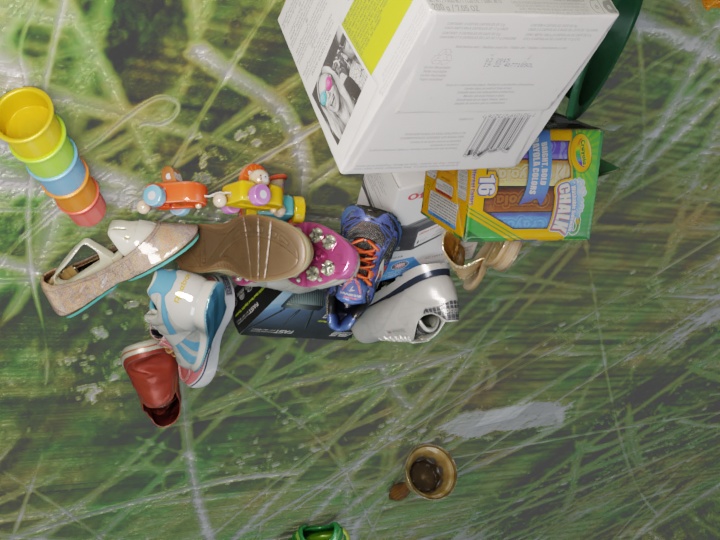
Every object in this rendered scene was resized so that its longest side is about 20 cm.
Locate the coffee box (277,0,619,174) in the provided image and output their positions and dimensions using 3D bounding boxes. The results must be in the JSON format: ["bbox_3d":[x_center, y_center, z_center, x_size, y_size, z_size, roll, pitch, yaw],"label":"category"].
[{"bbox_3d":[0.070,-0.229,1.179,0.198,0.199,0.200,-4,145,-29],"label":"coffee box"}]

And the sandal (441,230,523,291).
[{"bbox_3d":[0.132,-0.031,1.541,0.069,0.078,0.212,26,169,-6],"label":"sandal"}]

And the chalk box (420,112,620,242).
[{"bbox_3d":[0.183,-0.105,1.424,0.198,0.125,0.125,0,106,-20],"label":"chalk box"}]

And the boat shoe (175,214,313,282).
[{"bbox_3d":[-0.119,-0.025,1.437,0.199,0.072,0.064,5,-178,42],"label":"boat shoe"}]

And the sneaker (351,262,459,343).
[{"bbox_3d":[0.052,0.061,1.651,0.076,0.081,0.200,-11,163,-35],"label":"sneaker"}]

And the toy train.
[{"bbox_3d":[-0.146,-0.085,1.437,0.149,0.056,0.200,-4,171,24],"label":"toy train"}]

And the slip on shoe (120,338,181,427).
[{"bbox_3d":[-0.272,0.149,1.737,0.073,0.062,0.201,-16,150,-9],"label":"slip on shoe"}]

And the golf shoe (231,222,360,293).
[{"bbox_3d":[-0.060,-0.010,1.489,0.091,0.076,0.199,19,169,-42],"label":"golf shoe"}]

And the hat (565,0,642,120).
[{"bbox_3d":[0.185,-0.266,1.398,0.201,0.175,0.166,-55,162,-24],"label":"hat"}]

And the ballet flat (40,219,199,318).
[{"bbox_3d":[-0.274,-0.015,1.445,0.199,0.068,0.067,-30,113,14],"label":"ballet flat"}]

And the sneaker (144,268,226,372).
[{"bbox_3d":[-0.204,0.053,1.511,0.080,0.077,0.200,19,152,2],"label":"sneaker"}]

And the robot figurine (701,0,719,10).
[{"bbox_3d":[0.453,-0.358,1.392,0.144,0.059,0.200,-3,147,-33],"label":"robot figurine"}]

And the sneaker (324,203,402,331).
[{"bbox_3d":[0.000,0.000,1.512,0.075,0.079,0.201,12,140,0],"label":"sneaker"}]

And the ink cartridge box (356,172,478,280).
[{"bbox_3d":[0.079,-0.085,1.562,0.144,0.084,0.201,-13,151,-18],"label":"ink cartridge box"}]

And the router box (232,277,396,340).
[{"bbox_3d":[-0.051,0.023,1.678,0.199,0.063,0.150,6,142,-43],"label":"router box"}]

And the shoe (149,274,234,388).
[{"bbox_3d":[-0.226,0.081,1.649,0.090,0.072,0.201,-6,143,-27],"label":"shoe"}]

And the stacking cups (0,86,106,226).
[{"bbox_3d":[-0.302,-0.103,1.283,0.060,0.061,0.200,-20,156,-4],"label":"stacking cups"}]

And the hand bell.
[{"bbox_3d":[0.097,0.402,2.463,0.103,0.105,0.200,-9,163,-24],"label":"hand bell"}]

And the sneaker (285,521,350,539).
[{"bbox_3d":[-0.121,0.533,2.537,0.198,0.074,0.084,-20,128,1],"label":"sneaker"}]
